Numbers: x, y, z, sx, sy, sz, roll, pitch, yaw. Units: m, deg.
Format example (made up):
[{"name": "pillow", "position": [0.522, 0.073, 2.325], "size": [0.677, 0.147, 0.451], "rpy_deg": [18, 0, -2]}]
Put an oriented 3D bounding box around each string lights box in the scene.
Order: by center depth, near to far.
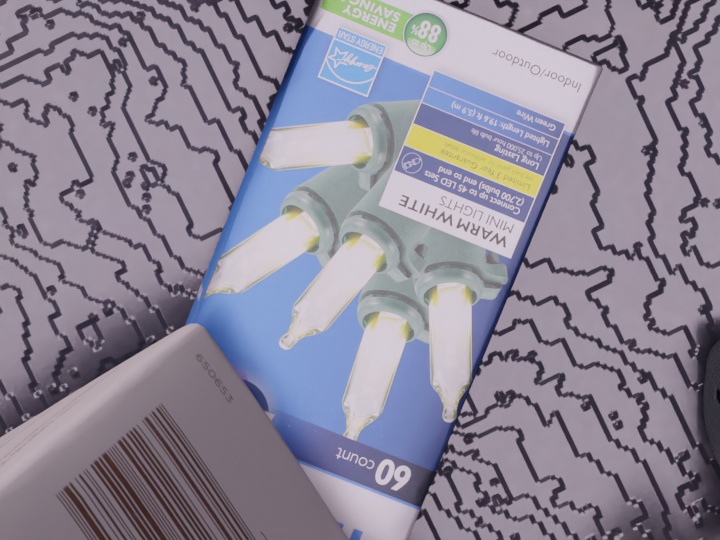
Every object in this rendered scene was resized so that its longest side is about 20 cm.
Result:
[{"name": "string lights box", "position": [0.000, 0.000, 0.900], "size": [0.103, 0.059, 0.200], "rpy_deg": [21, 95, -4]}]

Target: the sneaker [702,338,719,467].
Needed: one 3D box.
[{"name": "sneaker", "position": [0.174, 0.079, 0.848], "size": [0.071, 0.200, 0.073], "rpy_deg": [-3, 123, -8]}]

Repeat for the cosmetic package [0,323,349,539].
[{"name": "cosmetic package", "position": [-0.111, 0.153, 0.826], "size": [0.200, 0.167, 0.166], "rpy_deg": [-31, 97, 32]}]
